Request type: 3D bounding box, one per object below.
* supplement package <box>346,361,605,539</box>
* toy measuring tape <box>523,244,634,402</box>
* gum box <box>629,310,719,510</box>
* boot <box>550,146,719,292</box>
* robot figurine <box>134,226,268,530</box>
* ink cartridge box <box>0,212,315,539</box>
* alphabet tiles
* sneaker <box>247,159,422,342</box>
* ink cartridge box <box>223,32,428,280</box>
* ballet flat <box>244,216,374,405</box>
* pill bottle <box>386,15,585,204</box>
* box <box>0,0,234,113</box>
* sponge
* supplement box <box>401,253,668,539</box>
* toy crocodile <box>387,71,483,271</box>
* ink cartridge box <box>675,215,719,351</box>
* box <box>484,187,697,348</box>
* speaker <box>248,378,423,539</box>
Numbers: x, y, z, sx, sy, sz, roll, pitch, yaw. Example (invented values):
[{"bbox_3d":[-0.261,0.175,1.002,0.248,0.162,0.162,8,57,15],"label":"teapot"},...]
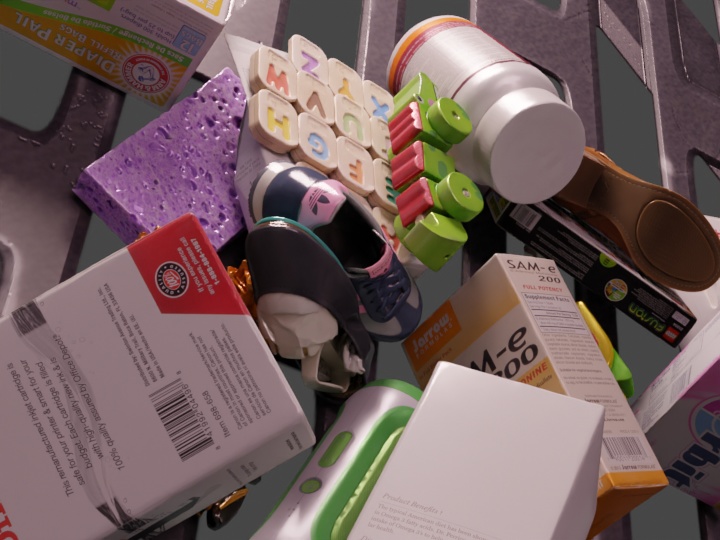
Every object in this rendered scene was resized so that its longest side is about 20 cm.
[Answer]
[{"bbox_3d":[0.068,0.176,0.823,0.116,0.118,0.201,14,47,21],"label":"supplement package"},{"bbox_3d":[0.166,0.056,1.133,0.073,0.074,0.201,6,37,-32],"label":"toy measuring tape"},{"bbox_3d":[0.311,0.113,1.090,0.113,0.201,0.066,28,44,-4],"label":"gum box"},{"bbox_3d":[0.239,-0.059,1.233,0.199,0.077,0.155,27,10,-7],"label":"boot"},{"bbox_3d":[-0.124,0.075,0.889,0.144,0.058,0.201,20,51,-23],"label":"robot figurine"},{"bbox_3d":[-0.148,0.084,0.781,0.199,0.084,0.145,-29,72,-6],"label":"ink cartridge box"},{"bbox_3d":[-0.008,-0.101,1.068,0.199,0.015,0.197,29,41,-32],"label":"alphabet tiles"},{"bbox_3d":[0.000,0.000,0.959,0.200,0.082,0.070,43,75,-42],"label":"sneaker"},{"bbox_3d":[-0.039,-0.085,1.072,0.161,0.050,0.201,10,50,-46],"label":"ink cartridge box"},{"bbox_3d":[-0.033,0.040,0.922,0.072,0.200,0.074,-7,59,12],"label":"ballet flat"},{"bbox_3d":[0.107,-0.140,1.148,0.109,0.110,0.200,10,23,-30],"label":"pill bottle"},{"bbox_3d":[-0.207,-0.232,1.041,0.199,0.113,0.102,26,44,-18],"label":"box"},{"bbox_3d":[-0.123,-0.077,1.039,0.112,0.030,0.200,44,42,-1],"label":"sponge"},{"bbox_3d":[0.125,0.105,0.994,0.073,0.126,0.201,5,50,-43],"label":"supplement box"},{"bbox_3d":[0.050,-0.081,1.045,0.061,0.067,0.201,25,43,-33],"label":"toy crocodile"},{"bbox_3d":[0.394,0.037,1.290,0.199,0.083,0.148,8,52,-33],"label":"ink cartridge box"},{"bbox_3d":[0.206,-0.014,1.192,0.199,0.035,0.110,34,13,-9],"label":"box"},{"bbox_3d":[-0.011,0.162,0.891,0.088,0.089,0.200,40,43,-2],"label":"speaker"}]
